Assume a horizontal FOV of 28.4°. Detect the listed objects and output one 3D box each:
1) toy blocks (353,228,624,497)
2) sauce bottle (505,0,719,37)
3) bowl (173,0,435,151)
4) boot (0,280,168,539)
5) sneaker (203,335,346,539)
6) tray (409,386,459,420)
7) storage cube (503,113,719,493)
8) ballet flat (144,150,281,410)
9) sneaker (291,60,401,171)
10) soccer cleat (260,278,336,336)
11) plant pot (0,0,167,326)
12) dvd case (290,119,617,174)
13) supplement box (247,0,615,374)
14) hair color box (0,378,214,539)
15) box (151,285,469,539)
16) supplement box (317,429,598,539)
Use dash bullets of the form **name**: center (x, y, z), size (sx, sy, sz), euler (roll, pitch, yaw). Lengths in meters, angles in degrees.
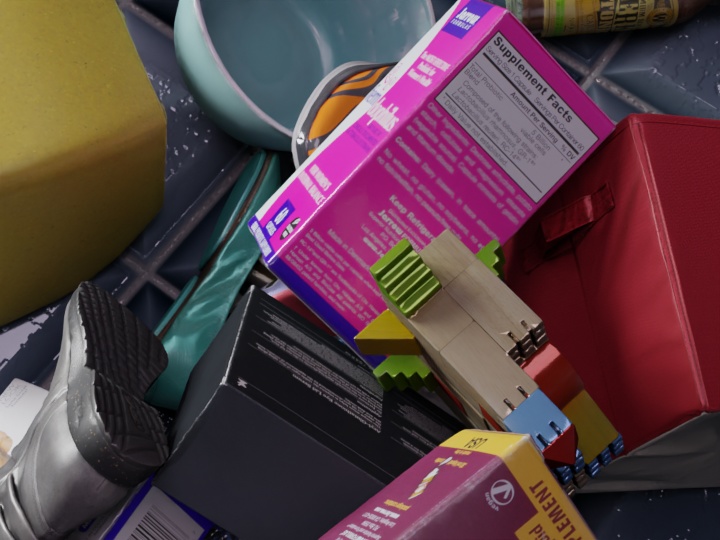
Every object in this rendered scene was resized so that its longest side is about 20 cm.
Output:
- **toy blocks**: center (0.085, 0.068, 0.786), size (0.100, 0.200, 0.137), euler (-41, 63, -6)
- **sauce bottle**: center (0.212, -0.217, 1.084), size (0.198, 0.065, 0.065), euler (-6, 65, -1)
- **bowl**: center (-0.054, -0.167, 1.015), size (0.199, 0.105, 0.203), euler (10, 72, -33)
- **boot**: center (-0.174, 0.093, 0.796), size (0.070, 0.200, 0.132), euler (39, 103, -19)
- **sneaker**: center (-0.048, 0.124, 0.909), size (0.078, 0.075, 0.200), euler (39, 74, 13)
- **tray**: center (0.044, 0.010, 1.003), size (0.106, 0.022, 0.201), euler (14, 66, 5)
- **storage cube**: center (0.208, 0.027, 0.881), size (0.198, 0.171, 0.181), euler (1, 66, -26)
- **ballet flat**: center (-0.090, 0.013, 0.987), size (0.070, 0.067, 0.201), euler (33, 67, -11)
- **sneaker**: center (0.052, -0.106, 0.929), size (0.111, 0.078, 0.199), euler (10, 34, 44)
- **soccer cleat**: center (0.000, 0.000, 0.968), size (0.199, 0.067, 0.077), euler (-25, 40, -7)
- **plant pot**: center (-0.240, -0.088, 0.964), size (0.198, 0.195, 0.197), euler (-17, 65, -18)
- **dvd case**: center (0.063, -0.079, 0.990), size (0.198, 0.025, 0.150), euler (-19, 25, -11)
- **supplement box**: center (0.039, -0.055, 0.850), size (0.200, 0.101, 0.103), euler (-45, 108, 3)
- **hair color box**: center (-0.180, 0.141, 0.860), size (0.199, 0.065, 0.110), euler (9, 57, 51)
- **box**: center (-0.006, 0.114, 0.807), size (0.199, 0.141, 0.079), euler (34, 106, -9)
- **supplement box**: center (0.024, 0.185, 0.676), size (0.199, 0.103, 0.131), euler (-37, 95, -14)
